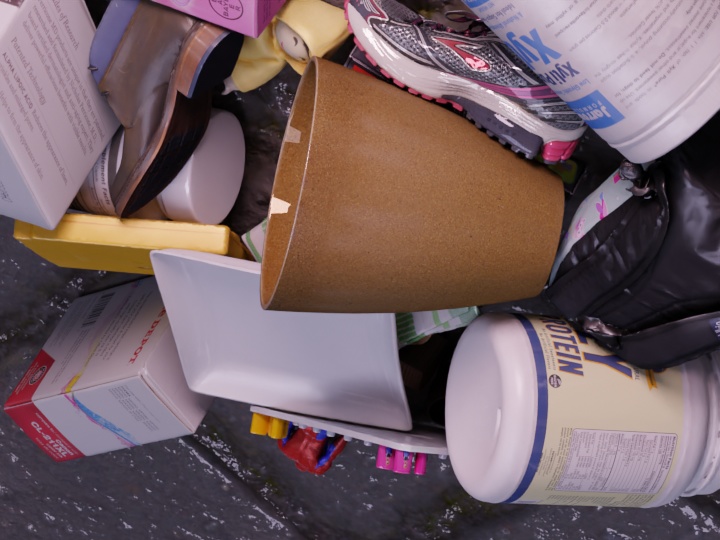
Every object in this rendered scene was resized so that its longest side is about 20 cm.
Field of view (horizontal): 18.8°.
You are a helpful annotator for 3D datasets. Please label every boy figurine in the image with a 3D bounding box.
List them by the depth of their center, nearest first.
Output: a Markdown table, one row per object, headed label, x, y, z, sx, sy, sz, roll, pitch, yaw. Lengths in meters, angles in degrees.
| label | x | y | z | sx | sy | sz | roll | pitch | yaw |
| --- | --- | --- | --- | --- | --- | --- | --- | --- | --- |
| boy figurine | -0.098 | -0.185 | 1.667 | 0.199 | 0.064 | 0.125 | 14 | 133 | 25 |

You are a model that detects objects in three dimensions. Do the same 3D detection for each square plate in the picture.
| label | x | y | z | sx | sy | sz | roll | pitch | yaw |
| --- | --- | --- | --- | --- | --- | --- | --- | --- | --- |
| square plate | -0.058 | 0.051 | 1.743 | 0.197 | 0.029 | 0.200 | 10 | 145 | 14 |

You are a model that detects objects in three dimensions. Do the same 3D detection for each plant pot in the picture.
| label | x | y | z | sx | sy | sz | roll | pitch | yaw |
| --- | --- | --- | --- | --- | --- | --- | --- | --- | --- |
| plant pot | 0.042 | -0.045 | 1.587 | 0.199 | 0.187 | 0.187 | 11 | 142 | -8 |

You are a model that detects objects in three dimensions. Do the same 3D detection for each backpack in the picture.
| label | x | y | z | sx | sy | sz | roll | pitch | yaw |
| --- | --- | --- | --- | --- | --- | --- | --- | --- | --- |
| backpack | 0.230 | -0.018 | 1.574 | 0.167 | 0.127 | 0.200 | 43 | 140 | -5 |

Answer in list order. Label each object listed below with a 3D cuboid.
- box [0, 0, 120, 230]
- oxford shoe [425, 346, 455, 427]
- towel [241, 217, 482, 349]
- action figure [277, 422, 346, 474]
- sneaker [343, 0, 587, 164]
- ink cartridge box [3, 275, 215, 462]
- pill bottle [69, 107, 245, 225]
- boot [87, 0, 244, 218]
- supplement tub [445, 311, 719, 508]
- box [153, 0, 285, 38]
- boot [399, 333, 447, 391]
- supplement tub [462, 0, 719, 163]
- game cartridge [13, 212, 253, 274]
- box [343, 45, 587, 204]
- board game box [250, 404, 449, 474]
| label | x | y | z | sx | sy | sz | roll | pitch | yaw |
| --- | --- | --- | --- | --- | --- | --- | --- | --- | --- |
| box | -0.311 | -0.157 | 1.662 | 0.198 | 0.131 | 0.200 | 16 | 151 | 22 |
| oxford shoe | 0.146 | 0.119 | 1.816 | 0.199 | 0.085 | 0.073 | 1 | 131 | 31 |
| towel | 0.000 | 0.000 | 1.744 | 0.200 | 0.023 | 0.153 | -25 | 97 | 48 |
| action figure | -0.038 | 0.136 | 1.988 | 0.065 | 0.052 | 0.200 | 32 | 147 | 8 |
| sneaker | 0.080 | -0.157 | 1.576 | 0.199 | 0.081 | 0.075 | 28 | 114 | 4 |
| ink cartridge box | -0.206 | 0.084 | 1.966 | 0.199 | 0.146 | 0.083 | -14 | 125 | 43 |
| pill bottle | -0.202 | -0.101 | 1.788 | 0.199 | 0.114 | 0.114 | 11 | 138 | 23 |
| boot | -0.165 | -0.137 | 1.661 | 0.097 | 0.075 | 0.200 | 41 | 125 | 13 |
| supplement tub | 0.179 | 0.109 | 1.677 | 0.199 | 0.146 | 0.145 | 4 | 147 | -19 |
| box | -0.139 | -0.289 | 1.554 | 0.199 | 0.097 | 0.176 | 22 | 141 | 13 |
| boot | 0.008 | 0.005 | 1.798 | 0.154 | 0.074 | 0.201 | 32 | 137 | 11 |
| supplement tub | 0.155 | -0.183 | 1.440 | 0.200 | 0.132 | 0.132 | 43 | 141 | -12 |
| game cartridge | -0.184 | -0.021 | 1.808 | 0.175 | 0.033 | 0.200 | 5 | 173 | 3 |
| box | 0.065 | -0.092 | 1.679 | 0.199 | 0.035 | 0.110 | 31 | 142 | 1 |
| board game box | 0.039 | 0.148 | 1.831 | 0.199 | 0.026 | 0.199 | 10 | 180 | -42 |
